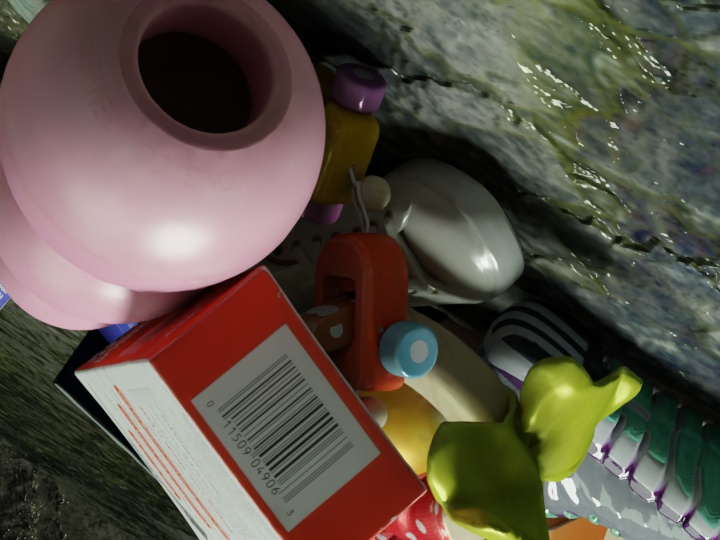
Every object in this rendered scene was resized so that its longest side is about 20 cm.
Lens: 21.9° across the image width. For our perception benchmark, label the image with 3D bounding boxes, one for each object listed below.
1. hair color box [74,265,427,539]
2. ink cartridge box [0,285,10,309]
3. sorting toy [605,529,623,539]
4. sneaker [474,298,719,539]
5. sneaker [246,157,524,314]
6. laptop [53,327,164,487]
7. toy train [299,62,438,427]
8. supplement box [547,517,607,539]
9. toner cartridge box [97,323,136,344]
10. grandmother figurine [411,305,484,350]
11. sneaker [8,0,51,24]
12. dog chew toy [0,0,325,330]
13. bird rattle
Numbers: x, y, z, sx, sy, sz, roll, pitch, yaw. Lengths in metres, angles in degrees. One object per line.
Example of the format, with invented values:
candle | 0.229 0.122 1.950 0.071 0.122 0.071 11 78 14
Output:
hair color box | -0.054 0.066 0.791 0.111 0.064 0.200 54 163 -7
ink cartridge box | -0.239 -0.054 1.092 0.099 0.039 0.201 45 -164 -38
sorting toy | 0.091 0.131 1.210 0.199 0.037 0.185 31 165 -9
sneaker | 0.127 0.103 0.915 0.200 0.074 0.088 41 122 -3
sneaker | 0.000 0.000 0.862 0.073 0.085 0.200 58 157 -15
laptop | -0.096 0.091 1.022 0.177 0.103 0.200 45 158 -11
toy train | -0.044 -0.017 0.805 0.055 0.151 0.199 -1 -170 -36
supplement box | 0.047 0.104 1.046 0.200 0.069 0.067 37 128 35
toner cartridge box | -0.094 0.001 0.949 0.200 0.095 0.043 48 142 4
grandmother figurine | 0.036 0.042 0.988 0.199 0.061 0.121 28 166 14
sneaker | -0.127 -0.136 0.751 0.080 0.071 0.200 38 164 10
dog chew toy | -0.094 -0.036 0.739 0.124 0.125 0.200 35 149 -9
bird rattle | 0.034 0.082 0.855 0.163 0.113 0.200 44 152 3
